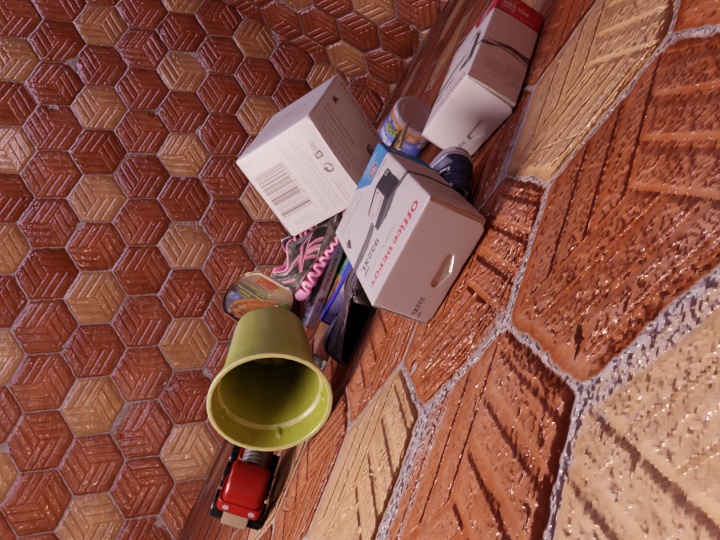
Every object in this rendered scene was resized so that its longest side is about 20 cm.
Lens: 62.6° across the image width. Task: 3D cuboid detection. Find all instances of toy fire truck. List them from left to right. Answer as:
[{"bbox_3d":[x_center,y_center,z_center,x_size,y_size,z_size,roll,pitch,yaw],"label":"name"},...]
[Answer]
[{"bbox_3d":[-0.174,0.339,1.068,0.177,0.127,0.202,-79,8,-62],"label":"toy fire truck"}]

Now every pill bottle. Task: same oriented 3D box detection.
[{"bbox_3d":[0.089,-0.295,1.382,0.200,0.111,0.113,-53,13,51],"label":"pill bottle"}]

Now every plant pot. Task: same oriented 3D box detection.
[{"bbox_3d":[-0.152,0.164,1.005,0.202,0.198,0.185,-59,22,23],"label":"plant pot"}]

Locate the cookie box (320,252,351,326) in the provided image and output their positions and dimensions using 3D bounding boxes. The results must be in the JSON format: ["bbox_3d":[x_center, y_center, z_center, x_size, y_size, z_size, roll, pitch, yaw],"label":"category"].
[{"bbox_3d":[0.000,0.000,1.127,0.202,0.074,0.171,-61,9,11],"label":"cookie box"}]

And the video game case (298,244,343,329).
[{"bbox_3d":[-0.104,0.016,1.182,0.199,0.023,0.185,7,75,64],"label":"video game case"}]

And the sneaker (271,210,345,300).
[{"bbox_3d":[-0.094,-0.047,1.068,0.202,0.095,0.079,-59,7,11],"label":"sneaker"}]

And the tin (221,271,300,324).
[{"bbox_3d":[-0.196,0.068,1.161,0.199,0.042,0.112,25,72,45],"label":"tin"}]

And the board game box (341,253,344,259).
[{"bbox_3d":[-0.012,-0.056,1.243,0.134,0.034,0.202,13,-72,-55],"label":"board game box"}]

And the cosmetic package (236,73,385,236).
[{"bbox_3d":[-0.077,-0.203,1.032,0.164,0.165,0.201,-24,28,29],"label":"cosmetic package"}]

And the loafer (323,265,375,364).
[{"bbox_3d":[-0.001,0.066,1.010,0.063,0.071,0.202,37,106,62],"label":"loafer"}]

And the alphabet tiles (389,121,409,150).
[{"bbox_3d":[0.025,-0.149,1.000,0.201,0.006,0.167,-56,10,37],"label":"alphabet tiles"}]

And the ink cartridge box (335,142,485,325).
[{"bbox_3d":[0.052,-0.054,0.742,0.146,0.083,0.201,-62,26,19],"label":"ink cartridge box"}]

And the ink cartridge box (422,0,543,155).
[{"bbox_3d":[0.182,-0.290,0.888,0.147,0.082,0.202,-47,17,59],"label":"ink cartridge box"}]

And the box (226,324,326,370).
[{"bbox_3d":[-0.184,0.180,1.267,0.050,0.199,0.158,-62,8,-27],"label":"box"}]

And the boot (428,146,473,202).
[{"bbox_3d":[0.089,-0.080,0.847,0.201,0.072,0.091,-55,17,40],"label":"boot"}]
